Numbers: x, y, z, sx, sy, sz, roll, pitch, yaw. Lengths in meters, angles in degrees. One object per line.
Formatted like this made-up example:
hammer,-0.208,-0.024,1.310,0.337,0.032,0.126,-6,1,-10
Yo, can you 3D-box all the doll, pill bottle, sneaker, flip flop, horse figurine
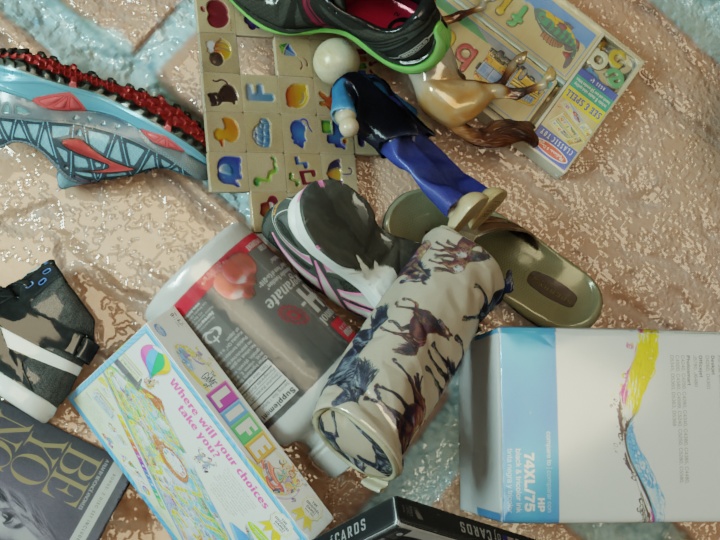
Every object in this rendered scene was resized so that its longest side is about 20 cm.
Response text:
doll,0.031,-0.115,0.929,0.200,0.136,0.048,47,117,14
pill bottle,-0.064,0.067,0.896,0.200,0.111,0.111,45,80,0
sneaker,0.000,0.000,0.923,0.200,0.086,0.080,48,58,-27
flip flop,0.113,-0.012,0.949,0.200,0.058,0.081,31,79,9
horse figurine,0.077,-0.179,0.952,0.132,0.050,0.200,-32,87,-11
sneaker,-0.215,-0.109,0.930,0.200,0.079,0.096,21,111,-13
sneaker,-0.299,0.021,0.898,0.200,0.073,0.112,37,73,-7
sneaker,-0.020,-0.224,0.900,0.200,0.084,0.077,19,69,15

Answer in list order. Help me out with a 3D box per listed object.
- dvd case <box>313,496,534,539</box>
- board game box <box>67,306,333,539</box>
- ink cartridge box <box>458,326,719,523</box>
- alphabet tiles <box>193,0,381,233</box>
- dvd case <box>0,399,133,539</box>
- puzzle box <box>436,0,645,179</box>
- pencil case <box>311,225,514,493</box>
dvd case,0.048,0.225,0.832,0.200,0.150,0.025,24,44,-35
board game box,-0.128,0.143,0.871,0.200,0.134,0.034,53,40,1
ink cartridge box,0.191,0.124,0.904,0.200,0.147,0.146,1,82,-7
alphabet tiles,-0.053,-0.130,0.949,0.167,0.008,0.200,-2,83,-27
dvd case,-0.291,0.165,0.861,0.200,0.016,0.149,27,45,-4
puzzle box,0.136,-0.193,1.000,0.200,0.025,0.133,37,80,-2
pencil case,0.040,0.063,0.841,0.089,0.078,0.200,52,55,-25
